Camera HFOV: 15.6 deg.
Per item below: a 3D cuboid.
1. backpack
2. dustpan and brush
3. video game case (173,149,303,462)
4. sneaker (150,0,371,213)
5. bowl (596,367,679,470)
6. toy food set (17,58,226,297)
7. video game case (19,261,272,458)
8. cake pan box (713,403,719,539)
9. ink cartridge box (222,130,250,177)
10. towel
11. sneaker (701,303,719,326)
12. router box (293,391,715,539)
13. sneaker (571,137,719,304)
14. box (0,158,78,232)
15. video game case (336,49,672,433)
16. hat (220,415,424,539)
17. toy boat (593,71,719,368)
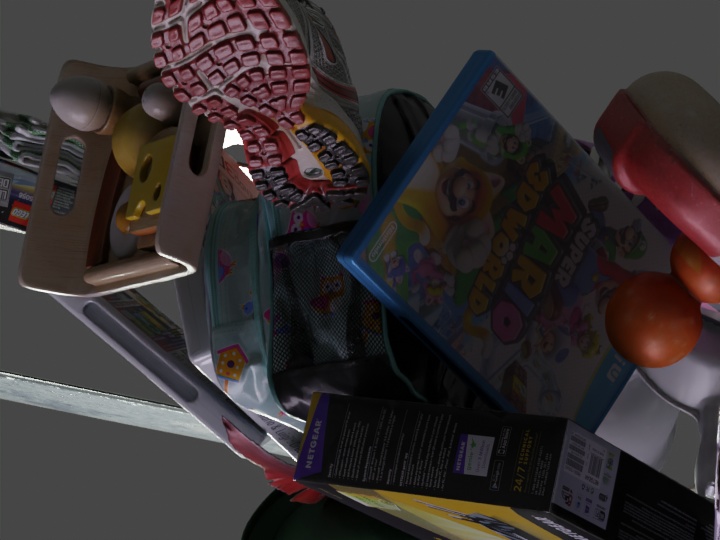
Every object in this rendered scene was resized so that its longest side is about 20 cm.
[{"bbox_3d":[0.000,0.000,1.515,0.153,0.200,0.176,-6,163,27],"label":"backpack"},{"bbox_3d":[0.229,0.070,1.691,0.140,0.200,0.057,10,126,0],"label":"dustpan and brush"},{"bbox_3d":[-0.072,0.011,1.622,0.024,0.200,0.182,-23,145,14],"label":"video game case"},{"bbox_3d":[-0.054,-0.113,1.368,0.078,0.082,0.200,-11,144,13],"label":"sneaker"},{"bbox_3d":[0.142,0.051,1.762,0.201,0.201,0.090,15,141,-17],"label":"bowl"},{"bbox_3d":[-0.135,-0.067,1.487,0.060,0.144,0.200,16,167,-26],"label":"toy food set"},{"bbox_3d":[-0.128,0.050,1.671,0.182,0.023,0.200,40,-178,2],"label":"video game case"},{"bbox_3d":[0.275,0.096,1.354,0.184,0.052,0.200,1,132,7],"label":"cake pan box"},{"bbox_3d":[-0.021,-0.048,1.712,0.176,0.045,0.200,10,168,0],"label":"ink cartridge box"},{"bbox_3d":[-0.211,-0.076,1.691,0.149,0.031,0.200,22,176,-39],"label":"towel"},{"bbox_3d":[0.201,-0.014,1.668,0.200,0.070,0.082,10,144,14],"label":"sneaker"},{"bbox_3d":[0.083,0.121,1.415,0.157,0.052,0.200,4,164,34],"label":"router box"},{"bbox_3d":[0.183,-0.050,1.511,0.200,0.073,0.114,18,148,-8],"label":"sneaker"},{"bbox_3d":[-0.236,-0.053,1.696,0.137,0.040,0.200,18,180,13],"label":"box"},{"bbox_3d":[0.090,-0.003,1.439,0.200,0.143,0.018,44,160,-31],"label":"video game case"},{"bbox_3d":[0.023,0.136,1.505,0.166,0.200,0.176,37,137,15],"label":"hat"},{"bbox_3d":[0.185,0.000,1.386,0.200,0.131,0.131,41,-169,-21],"label":"toy boat"}]
